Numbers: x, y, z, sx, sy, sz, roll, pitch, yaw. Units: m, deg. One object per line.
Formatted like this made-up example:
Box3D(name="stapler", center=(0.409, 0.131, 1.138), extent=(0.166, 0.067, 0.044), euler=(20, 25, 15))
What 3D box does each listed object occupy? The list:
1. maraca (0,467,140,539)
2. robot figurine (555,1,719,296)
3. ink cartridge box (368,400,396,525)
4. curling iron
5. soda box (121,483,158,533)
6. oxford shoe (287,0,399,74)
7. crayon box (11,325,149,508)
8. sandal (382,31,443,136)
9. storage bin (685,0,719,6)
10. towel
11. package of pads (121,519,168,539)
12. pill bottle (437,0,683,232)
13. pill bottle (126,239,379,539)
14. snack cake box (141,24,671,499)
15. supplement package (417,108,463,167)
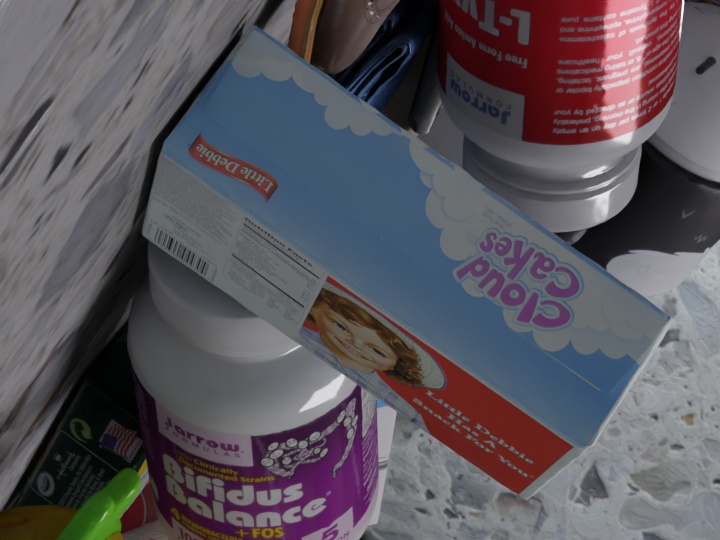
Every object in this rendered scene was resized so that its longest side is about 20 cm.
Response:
Box3D(name="maraca", center=(-0.148, 0.156, 1.131), extent=(0.137, 0.107, 0.200), euler=(-53, 177, -33))
Box3D(name="robot figurine", center=(0.171, -0.068, 1.507), extent=(0.200, 0.124, 0.151), euler=(-54, -157, 40))
Box3D(name="ink cartridge box", center=(-0.045, 0.106, 1.557), extent=(0.115, 0.067, 0.200), euler=(-11, 140, -16))
Box3D(name="curling iron", center=(0.056, -0.149, 1.227), extent=(0.050, 0.025, 0.201), euler=(-96, -164, -54))
Box3D(name="soda box", center=(-0.166, 0.167, 1.451), extent=(0.200, 0.070, 0.063), euler=(-55, 180, -11))
Box3D(name="oxford shoe", center=(0.041, -0.148, 0.991), extent=(0.200, 0.073, 0.071), euler=(-55, 179, 21))
Box3D(name="crayon box", center=(-0.101, 0.052, 1.358), extent=(0.200, 0.051, 0.127), euler=(-52, 176, -48))
Box3D(name="sandal", center=(0.035, -0.129, 1.295), extent=(0.200, 0.080, 0.054), euler=(-50, 170, 1))
Box3D(name="storage bin", center=(0.193, -0.227, 1.527), extent=(0.146, 0.200, 0.134), euler=(-54, 178, 8))
Box3D(name="towel", center=(-0.026, -0.064, 1.223), extent=(0.200, 0.048, 0.112), euler=(-56, 179, 27))
Box3D(name="package of pads", center=(-0.136, 0.207, 1.372), extent=(0.200, 0.076, 0.121), euler=(-14, 122, -49))
Box3D(name="pill bottle", center=(0.090, -0.121, 1.155), extent=(0.112, 0.112, 0.201), euler=(-53, 153, -43))
Box3D(name="pill bottle", center=(-0.048, 0.049, 1.166), extent=(0.112, 0.112, 0.200), euler=(-53, 157, -31))
Box3D(name="snack cake box", center=(0.014, 0.001, 1.017), extent=(0.067, 0.200, 0.115), euler=(-54, 179, -19))
Box3D(name="supplement package", center=(0.072, -0.132, 1.443), extent=(0.117, 0.117, 0.200), euler=(-55, 179, 32))
